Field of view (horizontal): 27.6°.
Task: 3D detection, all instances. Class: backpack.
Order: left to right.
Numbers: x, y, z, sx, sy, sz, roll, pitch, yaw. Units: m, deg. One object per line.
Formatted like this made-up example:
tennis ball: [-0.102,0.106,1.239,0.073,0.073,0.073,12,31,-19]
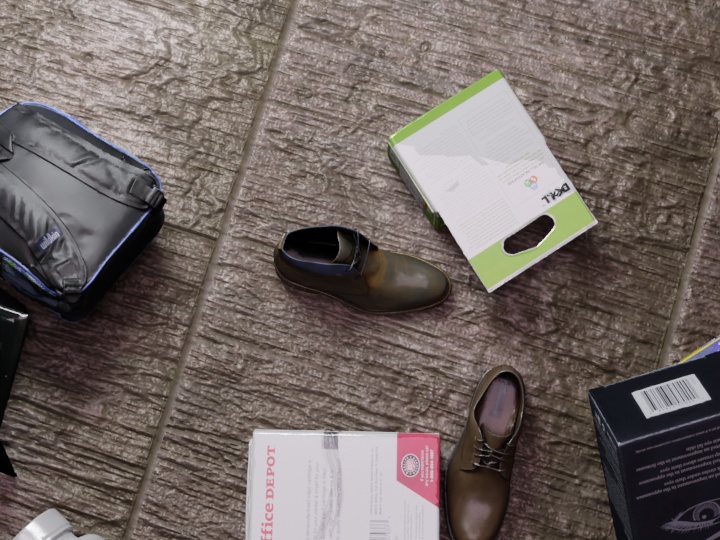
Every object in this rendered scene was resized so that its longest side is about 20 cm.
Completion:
backpack: [-0.328,-0.061,1.556,0.199,0.147,0.184,35,67,5]

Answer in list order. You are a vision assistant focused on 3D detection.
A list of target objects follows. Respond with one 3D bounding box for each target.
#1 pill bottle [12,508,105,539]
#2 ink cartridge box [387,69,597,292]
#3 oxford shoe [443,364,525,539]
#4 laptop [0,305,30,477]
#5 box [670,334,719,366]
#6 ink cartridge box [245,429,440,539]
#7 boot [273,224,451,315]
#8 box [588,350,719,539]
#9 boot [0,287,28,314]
pill bottle: [-0.273,0.342,1.492,0.200,0.111,0.111,43,82,10]
ink cartridge box: [0.140,-0.090,1.590,0.147,0.076,0.201,-31,80,-5]
oxford shoe: [0.128,0.194,1.525,0.072,0.084,0.203,10,80,2]
laptop: [-0.433,0.104,1.516,0.185,0.116,0.203,18,98,5]
box: [0.389,0.103,1.545,0.199,0.064,0.071,-32,78,-4]
ink cartridge box: [-0.016,0.244,1.518,0.197,0.083,0.148,1,78,3]
boot: [0.000,0.000,1.563,0.197,0.097,0.076,8,78,4]
box: [0.321,0.205,1.456,0.146,0.105,0.202,-15,117,-2]
boot: [-0.435,0.006,1.585,0.167,0.201,0.076,37,125,-19]
